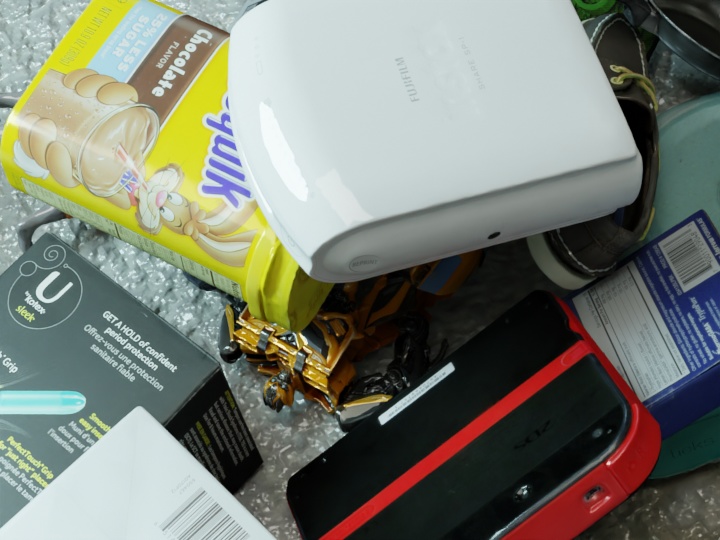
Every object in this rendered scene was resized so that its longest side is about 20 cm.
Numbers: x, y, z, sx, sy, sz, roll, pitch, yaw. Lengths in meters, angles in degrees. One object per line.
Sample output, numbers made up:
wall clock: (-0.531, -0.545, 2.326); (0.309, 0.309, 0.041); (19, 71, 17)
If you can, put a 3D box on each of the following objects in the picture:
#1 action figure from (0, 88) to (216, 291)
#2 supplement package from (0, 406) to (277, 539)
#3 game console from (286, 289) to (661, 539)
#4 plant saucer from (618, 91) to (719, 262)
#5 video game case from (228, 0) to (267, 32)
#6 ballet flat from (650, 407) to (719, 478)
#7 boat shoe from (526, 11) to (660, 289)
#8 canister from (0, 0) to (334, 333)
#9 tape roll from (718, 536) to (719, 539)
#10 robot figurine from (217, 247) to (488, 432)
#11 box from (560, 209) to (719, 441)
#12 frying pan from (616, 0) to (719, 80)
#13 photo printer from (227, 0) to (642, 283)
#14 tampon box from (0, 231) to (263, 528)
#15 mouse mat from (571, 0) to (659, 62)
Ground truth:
action figure: (-0.143, -0.077, 1.111); (0.192, 0.105, 0.201); (-23, 55, 8)
supplement package: (-0.095, 0.205, 0.868); (0.150, 0.201, 0.152); (-42, 61, -16)
game console: (0.055, 0.109, 0.937); (0.199, 0.031, 0.177); (-37, 27, 4)
plant saucer: (0.237, -0.038, 1.052); (0.198, 0.036, 0.202); (-5, 58, 8)
video game case: (-0.009, -0.220, 1.118); (0.023, 0.200, 0.183); (33, 77, -20)
ballet flat: (0.234, 0.061, 0.976); (0.198, 0.072, 0.072); (-13, 57, 5)
boat shoe: (0.149, -0.081, 1.025); (0.060, 0.071, 0.203); (-32, 34, 45)
canister: (-0.092, -0.071, 1.017); (0.199, 0.087, 0.149); (25, 66, 14)
tape roll: (0.276, 0.193, 0.904); (0.200, 0.037, 0.205); (-5, 58, 8)
robot figurine: (0.000, 0.000, 1.060); (0.144, 0.058, 0.201); (27, 67, 25)
box: (0.130, 0.059, 0.969); (0.199, 0.032, 0.122); (-32, 33, 12)
frying pan: (0.200, -0.147, 1.071); (0.189, 0.031, 0.115); (-14, 53, -48)
photo printer: (0.031, -0.085, 0.935); (0.198, 0.070, 0.168); (-14, 62, -11)
tampon box: (-0.182, 0.113, 0.985); (0.149, 0.127, 0.200); (35, 70, 26)
mouse mat: (0.125, -0.175, 1.092); (0.008, 0.161, 0.201); (-23, 29, 49)
